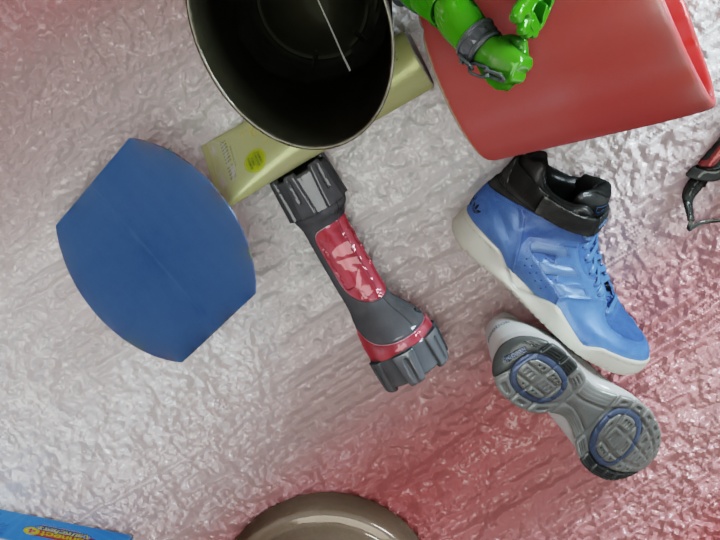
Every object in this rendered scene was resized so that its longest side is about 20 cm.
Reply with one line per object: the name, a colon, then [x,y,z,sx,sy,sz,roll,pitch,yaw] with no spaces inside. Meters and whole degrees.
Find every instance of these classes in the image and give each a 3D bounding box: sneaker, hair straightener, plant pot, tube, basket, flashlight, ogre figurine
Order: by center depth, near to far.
ogre figurine: [0.083,-0.236,1.044,0.119,0.098,0.202,20,125,29]
basket: [-0.039,-0.200,1.134,0.135,0.200,0.182,-24,105,12]
plant pot: [0.150,-0.179,1.146,0.175,0.201,0.202,-22,104,18]
hair straightener: [0.332,-0.105,1.224,0.077,0.041,0.201,35,105,-6]
tube: [-0.037,-0.121,1.232,0.198,0.058,0.052,-29,98,10]
sneaker: [0.181,-0.011,1.240,0.200,0.077,0.111,41,114,-1]
flashlight: [0.000,0.000,1.260,0.067,0.068,0.202,-26,103,11]
sneaker: [0.179,0.099,1.277,0.074,0.087,0.200,-41,118,11]
plant pot: [-0.032,0.314,1.297,0.197,0.175,0.203,1,106,2]

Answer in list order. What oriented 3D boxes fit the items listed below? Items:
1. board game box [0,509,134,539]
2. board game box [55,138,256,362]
board game box: [-0.317,0.318,1.376,0.197,0.056,0.199,10,106,0]
board game box: [-0.160,-0.020,1.266,0.158,0.039,0.200,48,130,-1]
